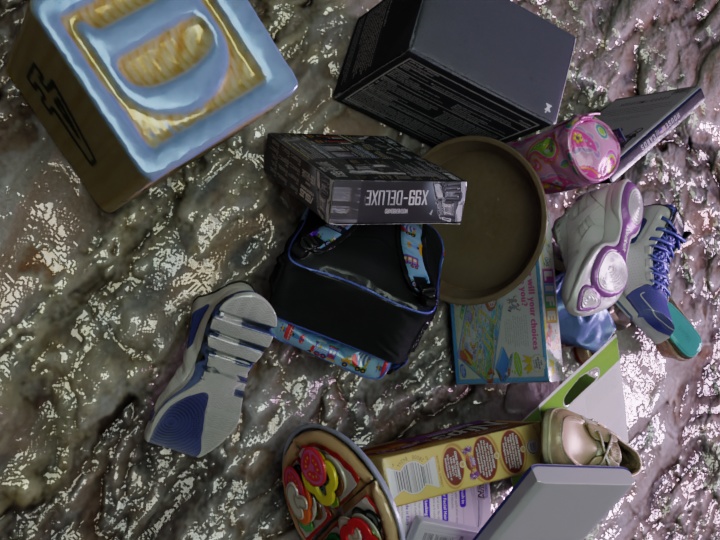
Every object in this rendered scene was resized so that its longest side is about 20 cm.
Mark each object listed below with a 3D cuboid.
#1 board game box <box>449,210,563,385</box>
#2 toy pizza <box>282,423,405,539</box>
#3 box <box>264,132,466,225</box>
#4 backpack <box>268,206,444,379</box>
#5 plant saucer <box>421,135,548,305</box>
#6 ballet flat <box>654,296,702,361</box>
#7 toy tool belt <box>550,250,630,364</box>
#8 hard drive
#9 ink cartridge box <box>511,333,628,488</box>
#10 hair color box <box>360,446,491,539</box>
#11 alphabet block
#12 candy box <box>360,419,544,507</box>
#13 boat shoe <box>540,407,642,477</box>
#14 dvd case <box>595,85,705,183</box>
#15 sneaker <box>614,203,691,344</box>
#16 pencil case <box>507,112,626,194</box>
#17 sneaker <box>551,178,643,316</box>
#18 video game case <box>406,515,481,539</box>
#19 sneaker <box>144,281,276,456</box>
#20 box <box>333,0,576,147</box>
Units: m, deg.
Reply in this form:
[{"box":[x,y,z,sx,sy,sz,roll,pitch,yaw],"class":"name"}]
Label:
[{"box":[0.171,0.036,1.207,0.034,0.134,0.201,1,84,-49],"class":"board game box"},{"box":[-0.028,0.259,1.052,0.032,0.200,0.201,-20,93,-37],"class":"toy pizza"},{"box":[0.000,-0.105,1.105,0.157,0.200,0.050,-2,112,-26],"class":"box"},{"box":[0.000,0.000,1.121,0.182,0.135,0.200,21,33,-3],"class":"backpack"},{"box":[0.131,-0.059,1.184,0.029,0.200,0.201,3,82,-58],"class":"plant saucer"},{"box":[0.381,0.041,1.345,0.068,0.067,0.200,-36,99,-18],"class":"ballet flat"},{"box":[0.272,0.052,1.260,0.200,0.123,0.125,42,69,-16],"class":"toy tool belt"},{"box":[0.196,0.285,1.101,0.132,0.200,0.025,7,40,-27],"class":"hard drive"},{"box":[0.248,0.175,1.211,0.148,0.076,0.200,-36,131,-25],"class":"ink cartridge box"},{"box":[0.053,0.259,1.167,0.199,0.065,0.110,0,84,-24],"class":"hair color box"},{"box":[-0.217,-0.198,1.011,0.195,0.200,0.197,-35,99,-24],"class":"alphabet block"},{"box":[0.089,0.208,1.091,0.199,0.117,0.057,-10,87,-26],"class":"candy box"},{"box":[0.258,0.197,1.110,0.200,0.065,0.072,34,60,-51],"class":"boat shoe"},{"box":[0.329,-0.173,1.296,0.200,0.150,0.025,-38,110,-24],"class":"dvd case"},{"box":[0.345,-0.020,1.200,0.081,0.115,0.200,39,25,-32],"class":"sneaker"},{"box":[0.222,-0.131,1.213,0.087,0.200,0.088,5,81,-30],"class":"pencil case"},{"box":[0.265,-0.021,1.168,0.075,0.099,0.200,54,48,-29],"class":"sneaker"},{"box":[0.088,0.389,1.156,0.143,0.018,0.201,18,94,-29],"class":"video game case"},{"box":[-0.155,0.093,1.071,0.080,0.115,0.200,25,104,-19],"class":"sneaker"},{"box":[0.108,-0.237,1.171,0.200,0.198,0.124,22,76,-22],"class":"box"}]
